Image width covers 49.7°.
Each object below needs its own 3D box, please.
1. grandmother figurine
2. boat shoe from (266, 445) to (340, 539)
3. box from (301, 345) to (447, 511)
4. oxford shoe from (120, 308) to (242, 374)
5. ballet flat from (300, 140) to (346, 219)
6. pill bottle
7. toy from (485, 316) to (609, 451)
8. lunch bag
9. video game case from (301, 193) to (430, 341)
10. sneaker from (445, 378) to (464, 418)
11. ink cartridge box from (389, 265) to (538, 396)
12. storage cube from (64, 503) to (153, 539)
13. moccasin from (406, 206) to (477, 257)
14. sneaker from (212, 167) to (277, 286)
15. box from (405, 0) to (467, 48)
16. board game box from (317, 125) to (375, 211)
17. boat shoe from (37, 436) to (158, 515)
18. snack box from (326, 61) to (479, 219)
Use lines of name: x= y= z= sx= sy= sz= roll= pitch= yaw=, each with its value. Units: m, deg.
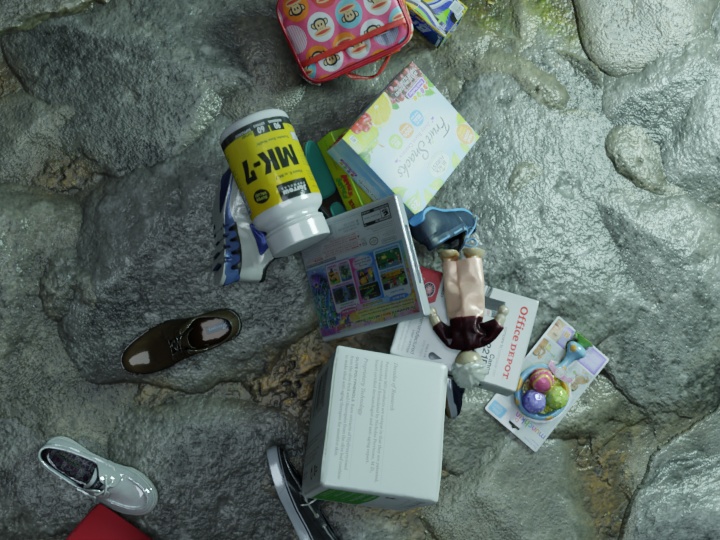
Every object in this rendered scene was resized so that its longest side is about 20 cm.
grandmother figurine: x=0.157 y=0.070 z=1.133 sx=0.120 sy=0.060 sz=0.202 roll=-6 pitch=78 yaw=30
boat shoe: x=-0.086 y=0.362 z=1.231 sx=0.068 sy=0.074 sz=0.201 roll=-24 pitch=90 yaw=-1
box: x=0.017 y=0.241 z=1.156 sx=0.169 sy=0.199 sz=0.202 roll=10 pitch=68 yaw=-9
oxford shoe: x=-0.287 y=0.109 z=1.220 sx=0.198 sy=0.084 sz=0.073 roll=-24 pitch=92 yaw=-4
ballet flat: x=-0.064 y=-0.108 z=1.258 sx=0.073 sy=0.073 sz=0.201 roll=-28 pitch=96 yaw=-6
pill bottle: x=-0.126 y=-0.130 z=1.177 sx=0.113 sy=0.114 sz=0.202 roll=-23 pitch=85 yaw=-6
toy: x=0.314 y=0.189 z=1.288 sx=0.115 sy=0.047 sz=0.200 roll=40 pitch=84 yaw=-1
lunch bag: x=-0.019 y=-0.389 z=1.241 sx=0.198 sy=0.082 sz=0.177 roll=-20 pitch=106 yaw=14
video game case: x=0.000 y=0.000 z=1.185 sx=0.199 sy=0.024 sz=0.184 roll=-17 pitch=85 yaw=35
sneaker: x=0.178 y=0.137 z=1.267 sx=0.107 sy=0.070 sz=0.202 roll=-3 pitch=85 yaw=-3
ink cartridge box: x=0.159 y=0.094 z=1.197 sx=0.198 sy=0.084 sz=0.146 roll=16 pitch=79 yaw=6
storage cube: x=-0.387 y=0.483 z=1.135 sx=0.199 sy=0.180 sz=0.172 roll=35 pitch=95 yaw=-2
moccasin: x=0.131 y=-0.052 z=1.219 sx=0.080 sy=0.199 sz=0.069 roll=-34 pitch=75 yaw=30
sneaker: x=-0.173 y=-0.065 z=1.246 sx=0.114 sy=0.080 sz=0.202 roll=9 pitch=71 yaw=-28
box: x=0.077 y=-0.462 z=1.283 sx=0.200 sy=0.070 sz=0.064 roll=40 pitch=87 yaw=-3
board game box: x=0.019 y=-0.135 z=1.255 sx=0.101 sy=0.047 sz=0.202 roll=-23 pitch=90 yaw=-34
boat shoe: x=-0.408 y=0.321 z=1.206 sx=0.199 sy=0.069 sz=0.072 roll=36 pitch=85 yaw=-3
snack box: x=0.071 y=-0.200 z=1.229 sx=0.169 sy=0.068 sz=0.200 roll=46 pitch=63 yaw=-11
